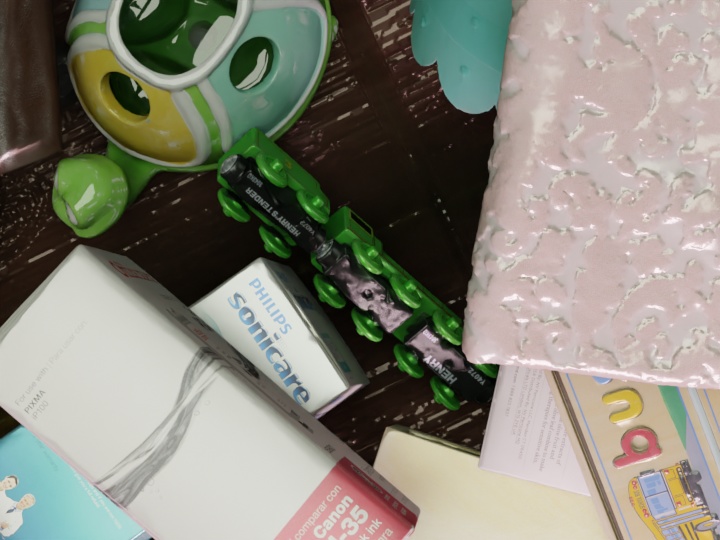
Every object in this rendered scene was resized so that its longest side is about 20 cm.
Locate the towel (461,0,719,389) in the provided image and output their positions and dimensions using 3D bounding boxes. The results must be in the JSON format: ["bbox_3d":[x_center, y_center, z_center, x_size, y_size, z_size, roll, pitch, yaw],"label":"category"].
[{"bbox_3d":[0.153,-0.041,1.151,0.191,0.032,0.201,8,103,-1],"label":"towel"}]

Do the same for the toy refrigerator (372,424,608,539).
[{"bbox_3d":[0.102,0.139,1.315,0.200,0.076,0.070,18,89,6],"label":"toy refrigerator"}]

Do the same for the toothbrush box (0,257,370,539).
[{"bbox_3d":[-0.102,0.083,1.299,0.200,0.146,0.085,-36,86,1],"label":"toothbrush box"}]

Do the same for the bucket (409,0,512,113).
[{"bbox_3d":[0.130,-0.166,1.249,0.207,0.207,0.135,14,133,5],"label":"bucket"}]

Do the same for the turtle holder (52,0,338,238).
[{"bbox_3d":[-0.103,-0.118,1.314,0.185,0.132,0.141,-30,86,3],"label":"turtle holder"}]

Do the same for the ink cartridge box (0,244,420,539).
[{"bbox_3d":[-0.073,0.082,1.151,0.200,0.147,0.083,41,90,3],"label":"ink cartridge box"}]

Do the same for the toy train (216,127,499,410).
[{"bbox_3d":[0.000,0.000,1.307,0.042,0.056,0.200,-41,112,18],"label":"toy train"}]

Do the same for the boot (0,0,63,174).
[{"bbox_3d":[-0.151,-0.135,1.236,0.186,0.064,0.201,11,105,28],"label":"boot"}]

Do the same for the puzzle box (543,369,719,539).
[{"bbox_3d":[0.181,0.103,1.226,0.133,0.025,0.200,-19,103,16],"label":"puzzle box"}]

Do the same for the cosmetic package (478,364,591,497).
[{"bbox_3d":[0.170,0.075,1.288,0.199,0.108,0.085,13,109,5],"label":"cosmetic package"}]
